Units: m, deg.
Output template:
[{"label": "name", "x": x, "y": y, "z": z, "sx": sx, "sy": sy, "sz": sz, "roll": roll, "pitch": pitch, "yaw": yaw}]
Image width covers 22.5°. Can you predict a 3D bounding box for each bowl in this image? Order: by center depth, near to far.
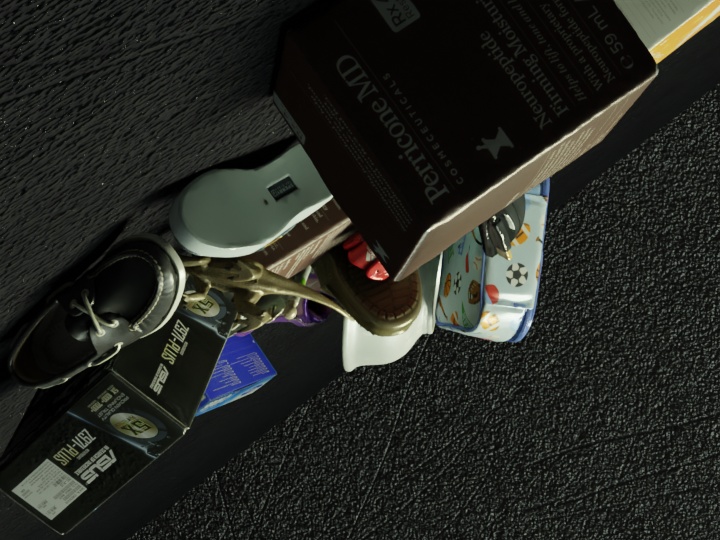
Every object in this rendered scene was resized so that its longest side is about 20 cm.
[{"label": "bowl", "x": 0.039, "y": 0.014, "z": 1.938, "sx": 0.089, "sy": 0.203, "sz": 0.201, "roll": 7, "pitch": 177, "yaw": 6}]

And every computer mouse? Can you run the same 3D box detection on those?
[{"label": "computer mouse", "x": 0.127, "y": -0.060, "z": 1.595, "sx": 0.046, "sy": 0.141, "sz": 0.201, "roll": -11, "pitch": 144, "yaw": 1}]

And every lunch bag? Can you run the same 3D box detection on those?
[{"label": "lunch bag", "x": 0.133, "y": -0.031, "z": 1.859, "sx": 0.075, "sy": 0.202, "sz": 0.160, "roll": 9, "pitch": 180, "yaw": -15}]

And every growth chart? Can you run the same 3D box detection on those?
[{"label": "growth chart", "x": -0.119, "y": 0.036, "z": 1.799, "sx": 0.199, "sy": 0.018, "sz": 0.145, "roll": -29, "pitch": -157, "yaw": 34}]

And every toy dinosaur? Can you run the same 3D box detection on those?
[{"label": "toy dinosaur", "x": -0.094, "y": 0.007, "z": 1.483, "sx": 0.101, "sy": 0.198, "sz": 0.059, "roll": -91, "pitch": -165, "yaw": -73}]

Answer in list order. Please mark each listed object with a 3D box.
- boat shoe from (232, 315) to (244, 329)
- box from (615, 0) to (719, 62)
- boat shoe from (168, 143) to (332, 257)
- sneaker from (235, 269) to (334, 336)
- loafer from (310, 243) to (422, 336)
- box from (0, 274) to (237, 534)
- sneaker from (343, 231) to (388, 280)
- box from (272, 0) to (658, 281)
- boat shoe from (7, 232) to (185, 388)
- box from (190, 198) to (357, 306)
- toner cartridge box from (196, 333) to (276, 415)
[{"label": "boat shoe", "x": -0.136, "y": 0.026, "z": 1.716, "sx": 0.071, "sy": 0.070, "sz": 0.200, "roll": -37, "pitch": 173, "yaw": 18}, {"label": "box", "x": 0.291, "y": -0.272, "z": 1.663, "sx": 0.199, "sy": 0.098, "sz": 0.124, "roll": -38, "pitch": 173, "yaw": 18}, {"label": "boat shoe", "x": -0.100, "y": -0.038, "z": 1.448, "sx": 0.091, "sy": 0.071, "sz": 0.200, "roll": -37, "pitch": 173, "yaw": 36}, {"label": "sneaker", "x": -0.077, "y": 0.029, "z": 1.966, "sx": 0.200, "sy": 0.089, "sz": 0.080, "roll": -40, "pitch": 173, "yaw": 41}, {"label": "loafer", "x": 0.000, "y": 0.000, "z": 1.694, "sx": 0.075, "sy": 0.200, "sz": 0.068, "roll": -18, "pitch": 133, "yaw": -15}, {"label": "box", "x": -0.213, "y": 0.108, "z": 1.575, "sx": 0.200, "sy": 0.086, "sz": 0.164, "roll": -40, "pitch": -161, "yaw": 35}, {"label": "sneaker", "x": 0.039, "y": -0.034, "z": 1.563, "sx": 0.115, "sy": 0.079, "sz": 0.200, "roll": -40, "pitch": 168, "yaw": 5}, {"label": "box", "x": 0.067, "y": -0.127, "z": 1.250, "sx": 0.199, "sy": 0.167, "sz": 0.164, "roll": -34, "pitch": 174, "yaw": -12}, {"label": "boat shoe", "x": -0.212, "y": 0.036, "z": 1.422, "sx": 0.199, "sy": 0.074, "sz": 0.060, "roll": -30, "pitch": -177, "yaw": 42}, {"label": "box", "x": -0.047, "y": -0.052, "z": 1.616, "sx": 0.199, "sy": 0.075, "sz": 0.100, "roll": -31, "pitch": 171, "yaw": -25}, {"label": "toner cartridge box", "x": -0.166, "y": 0.100, "z": 1.985, "sx": 0.043, "sy": 0.095, "sz": 0.200, "roll": -36, "pitch": 173, "yaw": 18}]
